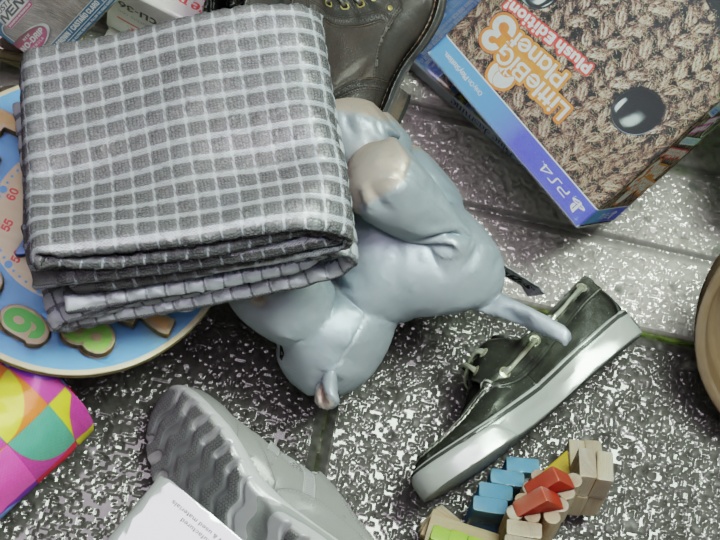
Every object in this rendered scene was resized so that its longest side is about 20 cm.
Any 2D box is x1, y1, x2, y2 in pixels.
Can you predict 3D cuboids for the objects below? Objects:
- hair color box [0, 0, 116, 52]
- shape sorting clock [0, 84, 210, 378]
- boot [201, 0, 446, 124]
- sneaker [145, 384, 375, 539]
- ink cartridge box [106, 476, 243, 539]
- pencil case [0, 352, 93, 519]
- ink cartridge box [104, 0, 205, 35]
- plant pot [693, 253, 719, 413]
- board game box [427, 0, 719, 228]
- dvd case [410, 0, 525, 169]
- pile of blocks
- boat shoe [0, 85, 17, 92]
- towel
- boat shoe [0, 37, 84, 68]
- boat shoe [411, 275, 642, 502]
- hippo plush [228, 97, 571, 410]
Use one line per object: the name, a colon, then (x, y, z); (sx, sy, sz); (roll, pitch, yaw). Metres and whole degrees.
hair color box: (-0.177, -0.234, 1.182); (0.061, 0.100, 0.200); (36, 40, -20)
shape sorting clock: (-0.179, -0.031, 1.107); (0.200, 0.039, 0.200); (2, 70, -5)
boot: (-0.028, -0.182, 1.190); (0.174, 0.069, 0.200); (28, 69, -44)
sneaker: (-0.059, 0.151, 1.131); (0.200, 0.082, 0.075); (45, 115, 19)
ink cartridge box: (-0.154, 0.234, 1.036); (0.083, 0.145, 0.200); (38, 69, 4)
pencil case: (-0.260, 0.129, 1.094); (0.088, 0.088, 0.200); (41, 70, 7)
ink cartridge box: (-0.101, -0.205, 1.243); (0.116, 0.068, 0.200); (27, 69, 1)
plant pot: (0.326, 0.027, 1.186); (0.201, 0.201, 0.093); (21, 28, 0)
board game box: (0.177, -0.153, 1.177); (0.200, 0.097, 0.159); (-44, 78, 18)
dvd case: (0.136, -0.148, 1.283); (0.200, 0.018, 0.143); (42, 70, 9)
pile of blocks: (0.091, 0.156, 1.119); (0.082, 0.062, 0.200); (36, 53, 17)
boat shoe: (-0.198, -0.038, 1.167); (0.059, 0.072, 0.200); (-18, 72, -17)
towel: (-0.109, -0.066, 1.048); (0.200, 0.086, 0.166); (-10, 66, -1)
boat shoe: (-0.287, -0.187, 1.203); (0.200, 0.065, 0.072); (22, 93, -3)
boat shoe: (0.099, 0.077, 1.174); (0.200, 0.071, 0.064); (-37, 80, -26)
hippo plush: (0.000, 0.000, 1.159); (0.161, 0.159, 0.200); (-41, 114, 8)
